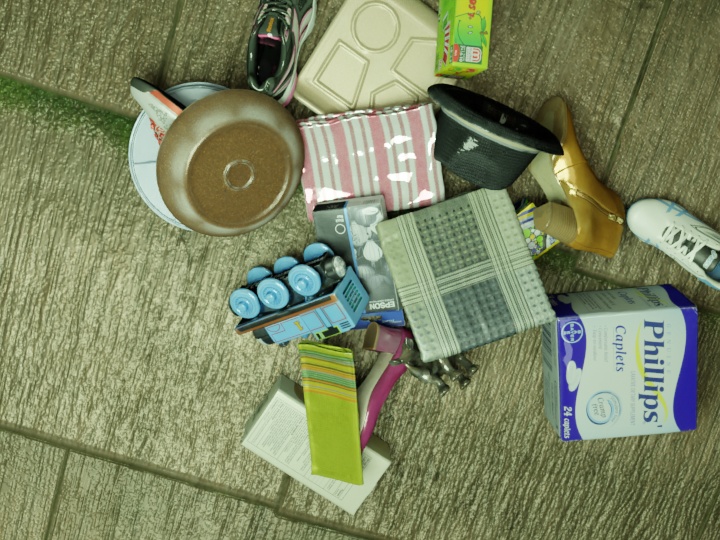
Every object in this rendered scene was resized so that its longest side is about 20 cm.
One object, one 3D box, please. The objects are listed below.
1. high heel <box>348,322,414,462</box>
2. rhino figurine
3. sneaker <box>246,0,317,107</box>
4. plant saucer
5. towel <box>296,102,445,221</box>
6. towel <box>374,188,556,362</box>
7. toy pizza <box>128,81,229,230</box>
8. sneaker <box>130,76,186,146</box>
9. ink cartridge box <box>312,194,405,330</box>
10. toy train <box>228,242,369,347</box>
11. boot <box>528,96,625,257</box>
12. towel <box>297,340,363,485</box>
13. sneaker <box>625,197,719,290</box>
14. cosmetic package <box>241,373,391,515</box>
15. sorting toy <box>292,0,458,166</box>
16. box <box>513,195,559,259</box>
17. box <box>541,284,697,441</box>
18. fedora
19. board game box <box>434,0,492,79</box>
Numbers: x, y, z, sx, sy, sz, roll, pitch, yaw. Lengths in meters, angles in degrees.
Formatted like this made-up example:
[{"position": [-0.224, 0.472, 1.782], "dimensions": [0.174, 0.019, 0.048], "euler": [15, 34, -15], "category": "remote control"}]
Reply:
[{"position": [0.034, 0.178, 1.227], "dimensions": [0.095, 0.067, 0.203], "euler": [19, 85, -31], "category": "high heel"}, {"position": [0.096, 0.125, 1.184], "dimensions": [0.087, 0.199, 0.060], "euler": [46, 106, 19], "category": "rhino figurine"}, {"position": [-0.103, -0.309, 1.109], "dimensions": [0.079, 0.086, 0.203], "euler": [5, 90, 5], "category": "sneaker"}, {"position": [-0.157, -0.127, 1.100], "dimensions": [0.198, 0.037, 0.203], "euler": [-13, 122, -21], "category": "plant saucer"}, {"position": [0.010, -0.141, 1.163], "dimensions": [0.197, 0.030, 0.148], "euler": [-5, 118, 13], "category": "towel"}, {"position": [0.136, 0.000, 1.136], "dimensions": [0.190, 0.035, 0.203], "euler": [-18, 79, -5], "category": "towel"}, {"position": [-0.216, -0.154, 1.187], "dimensions": [0.197, 0.032, 0.203], "euler": [0, 102, -2], "category": "toy pizza"}, {"position": [-0.240, -0.153, 1.135], "dimensions": [0.201, 0.067, 0.108], "euler": [37, 96, -12], "category": "sneaker"}, {"position": [0.000, 0.000, 1.201], "dimensions": [0.098, 0.039, 0.203], "euler": [-7, 114, 11], "category": "ink cartridge box"}, {"position": [-0.089, 0.043, 1.179], "dimensions": [0.198, 0.087, 0.115], "euler": [-21, 111, 31], "category": "toy train"}, {"position": [0.302, -0.125, 1.192], "dimensions": [0.142, 0.070, 0.204], "euler": [14, 74, -31], "category": "boot"}, {"position": [-0.040, 0.194, 1.170], "dimensions": [0.085, 0.018, 0.203], "euler": [7, 112, 31], "category": "towel"}, {"position": [0.461, -0.038, 1.213], "dimensions": [0.198, 0.073, 0.072], "euler": [31, 103, -7], "category": "sneaker"}, {"position": [-0.064, 0.253, 1.267], "dimensions": [0.199, 0.071, 0.106], "euler": [36, 99, -9], "category": "cosmetic package"}, {"position": [0.032, -0.271, 1.167], "dimensions": [0.184, 0.036, 0.201], "euler": [33, 96, -9], "category": "sorting toy"}, {"position": [0.173, -0.013, 1.214], "dimensions": [0.199, 0.064, 0.070], "euler": [-38, 101, 6], "category": "box"}, {"position": [0.365, 0.129, 1.233], "dimensions": [0.197, 0.105, 0.187], "euler": [-5, 104, -1], "category": "box"}, {"position": [0.159, -0.161, 1.108], "dimensions": [0.198, 0.201, 0.092], "euler": [23, 111, -7], "category": "fedora"}, {"position": [0.133, -0.352, 1.096], "dimensions": [0.047, 0.102, 0.203], "euler": [3, 94, -9], "category": "board game box"}]
